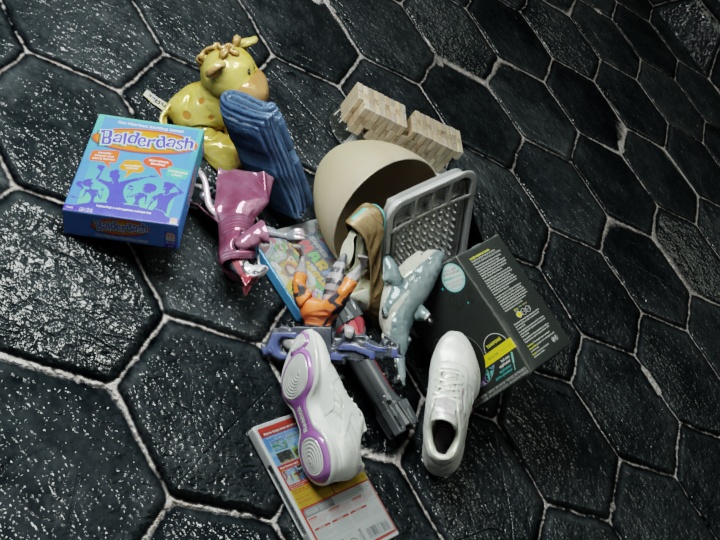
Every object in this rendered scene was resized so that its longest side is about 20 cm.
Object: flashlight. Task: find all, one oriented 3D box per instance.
[{"bbox_3d":[0.013,0.141,1.524,0.067,0.068,0.202,-27,79,-26],"label":"flashlight"}]

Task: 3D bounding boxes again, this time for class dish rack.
[{"bbox_3d":[0.094,-0.062,1.632,0.170,0.202,0.044,-26,50,-26],"label":"dish rack"}]

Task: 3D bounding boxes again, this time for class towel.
[{"bbox_3d":[-0.139,-0.166,1.550,0.111,0.202,0.049,24,61,34],"label":"towel"}]

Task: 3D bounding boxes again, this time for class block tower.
[{"bbox_3d":[0.065,-0.219,1.668,0.197,0.058,0.055,20,45,-26],"label":"block tower"}]

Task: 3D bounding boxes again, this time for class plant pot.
[{"bbox_3d":[0.003,-0.120,1.635,0.198,0.202,0.134,-2,37,-45],"label":"plant pot"}]

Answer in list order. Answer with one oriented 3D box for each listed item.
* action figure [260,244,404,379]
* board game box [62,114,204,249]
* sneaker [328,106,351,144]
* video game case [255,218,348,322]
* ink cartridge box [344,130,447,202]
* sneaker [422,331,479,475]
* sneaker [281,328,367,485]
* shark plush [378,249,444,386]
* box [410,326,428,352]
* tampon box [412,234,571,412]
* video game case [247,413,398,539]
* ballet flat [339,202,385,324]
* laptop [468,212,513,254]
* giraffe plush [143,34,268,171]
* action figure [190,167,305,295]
[{"bbox_3d":[-0.027,0.074,1.463,0.196,0.198,0.105,8,1,12],"label":"action figure"},{"bbox_3d":[-0.297,-0.122,1.422,0.149,0.045,0.202,7,44,-3],"label":"board game box"},{"bbox_3d":[0.020,-0.209,1.854,0.074,0.080,0.200,-43,73,-14],"label":"sneaker"},{"bbox_3d":[-0.066,-0.008,1.616,0.199,0.018,0.144,-19,70,-51],"label":"video game case"},{"bbox_3d":[0.053,-0.142,1.749,0.200,0.146,0.084,48,37,2],"label":"ink cartridge box"},{"bbox_3d":[0.129,0.182,1.497,0.073,0.100,0.204,5,73,6],"label":"sneaker"},{"bbox_3d":[-0.045,0.177,1.391,0.099,0.074,0.204,6,67,-46],"label":"sneaker"},{"bbox_3d":[0.067,0.059,1.517,0.082,0.092,0.203,4,55,13],"label":"shark plush"},{"bbox_3d":[0.156,0.093,1.723,0.198,0.038,0.138,32,39,-19],"label":"box"},{"bbox_3d":[0.185,0.080,1.608,0.125,0.150,0.202,-24,77,-47],"label":"tampon box"},{"bbox_3d":[-0.046,0.275,1.374,0.142,0.017,0.202,-11,65,-48],"label":"video game case"},{"bbox_3d":[0.000,0.000,1.560,0.072,0.203,0.067,-25,41,-34],"label":"ballet flat"},{"bbox_3d":[0.252,-0.005,1.853,0.198,0.103,0.180,10,50,-38],"label":"laptop"},{"bbox_3d":[-0.202,-0.268,1.601,0.198,0.162,0.175,24,42,-28],"label":"giraffe plush"},{"bbox_3d":[-0.169,-0.059,1.466,0.147,0.134,0.202,20,41,-29],"label":"action figure"}]
